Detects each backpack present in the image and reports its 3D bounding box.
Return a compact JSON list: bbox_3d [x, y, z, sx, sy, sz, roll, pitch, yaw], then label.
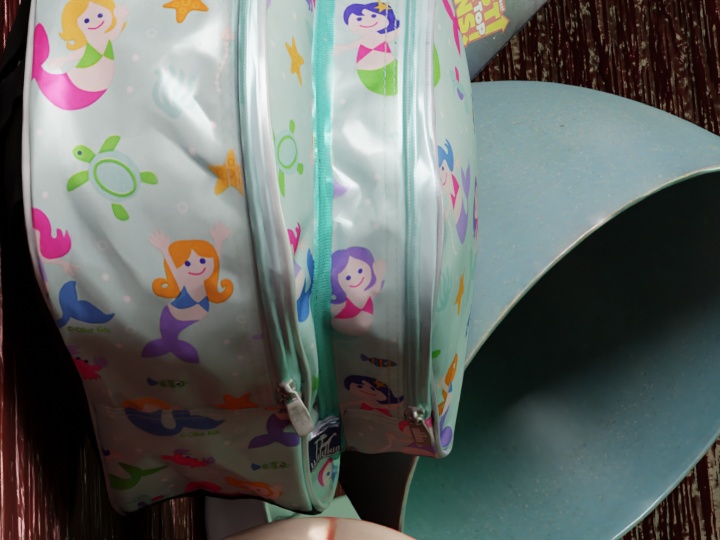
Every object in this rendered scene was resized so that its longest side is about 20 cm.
[{"bbox_3d":[-0.039,-0.030,0.845,0.200,0.150,0.178,68,20,-57],"label":"backpack"}]

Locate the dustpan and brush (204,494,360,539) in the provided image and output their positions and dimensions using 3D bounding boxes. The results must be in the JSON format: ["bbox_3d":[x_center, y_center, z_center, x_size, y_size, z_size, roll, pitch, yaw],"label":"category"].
[{"bbox_3d":[-0.033,0.122,1.158,0.200,0.057,0.140,-17,84,-64],"label":"dustpan and brush"}]

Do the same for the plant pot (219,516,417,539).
[{"bbox_3d":[0.002,0.183,0.900,0.178,0.199,0.201,63,21,-56],"label":"plant pot"}]

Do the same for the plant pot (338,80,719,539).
[{"bbox_3d":[0.050,0.006,1.014,0.135,0.200,0.201,43,-21,32],"label":"plant pot"}]

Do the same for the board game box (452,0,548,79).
[{"bbox_3d":[-0.013,-0.125,1.076,0.200,0.061,0.201,-32,121,-41],"label":"board game box"}]
